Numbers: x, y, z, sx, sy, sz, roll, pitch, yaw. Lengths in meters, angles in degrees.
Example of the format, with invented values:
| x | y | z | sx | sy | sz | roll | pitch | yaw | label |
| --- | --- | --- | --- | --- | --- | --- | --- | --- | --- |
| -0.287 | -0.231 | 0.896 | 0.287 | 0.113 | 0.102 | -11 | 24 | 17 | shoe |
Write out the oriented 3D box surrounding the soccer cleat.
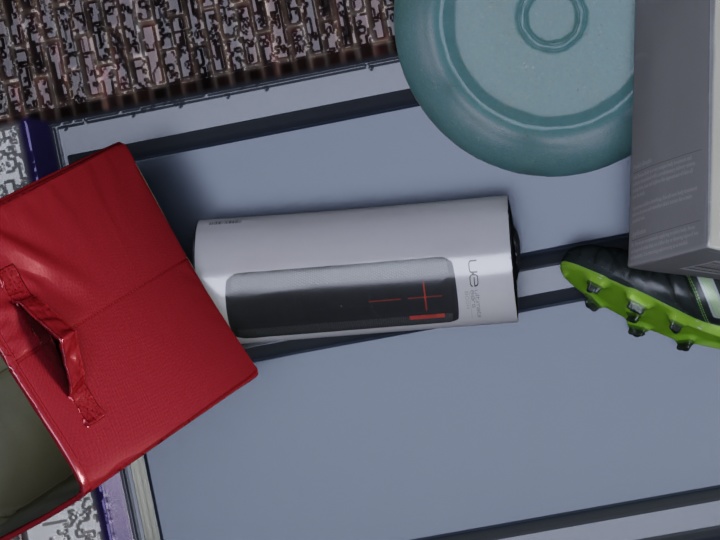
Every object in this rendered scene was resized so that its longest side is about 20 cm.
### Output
| x | y | z | sx | sy | sz | roll | pitch | yaw | label |
| --- | --- | --- | --- | --- | --- | --- | --- | --- | --- |
| 0.224 | 0.010 | 1.542 | 0.199 | 0.068 | 0.081 | 17 | 73 | 7 | soccer cleat |

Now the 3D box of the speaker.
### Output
| x | y | z | sx | sy | sz | roll | pitch | yaw | label |
| --- | --- | --- | --- | --- | --- | --- | --- | --- | --- |
| 0.000 | 0.000 | 1.547 | 0.199 | 0.081 | 0.082 | -4 | 95 | 5 | speaker |

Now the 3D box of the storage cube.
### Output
| x | y | z | sx | sy | sz | roll | pitch | yaw | label |
| --- | --- | --- | --- | --- | --- | --- | --- | --- | --- |
| -0.202 | 0.054 | 1.488 | 0.200 | 0.180 | 0.171 | -30 | 92 | 39 | storage cube |

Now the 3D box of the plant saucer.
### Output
| x | y | z | sx | sy | sz | roll | pitch | yaw | label |
| --- | --- | --- | --- | --- | --- | --- | --- | --- | --- |
| 0.119 | -0.157 | 1.543 | 0.199 | 0.036 | 0.201 | 0 | 95 | 5 | plant saucer |

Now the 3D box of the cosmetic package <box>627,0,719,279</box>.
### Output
| x | y | z | sx | sy | sz | roll | pitch | yaw | label |
| --- | --- | --- | --- | --- | --- | --- | --- | --- | --- |
| 0.216 | -0.100 | 1.465 | 0.090 | 0.107 | 0.201 | 8 | 82 | -19 | cosmetic package |
